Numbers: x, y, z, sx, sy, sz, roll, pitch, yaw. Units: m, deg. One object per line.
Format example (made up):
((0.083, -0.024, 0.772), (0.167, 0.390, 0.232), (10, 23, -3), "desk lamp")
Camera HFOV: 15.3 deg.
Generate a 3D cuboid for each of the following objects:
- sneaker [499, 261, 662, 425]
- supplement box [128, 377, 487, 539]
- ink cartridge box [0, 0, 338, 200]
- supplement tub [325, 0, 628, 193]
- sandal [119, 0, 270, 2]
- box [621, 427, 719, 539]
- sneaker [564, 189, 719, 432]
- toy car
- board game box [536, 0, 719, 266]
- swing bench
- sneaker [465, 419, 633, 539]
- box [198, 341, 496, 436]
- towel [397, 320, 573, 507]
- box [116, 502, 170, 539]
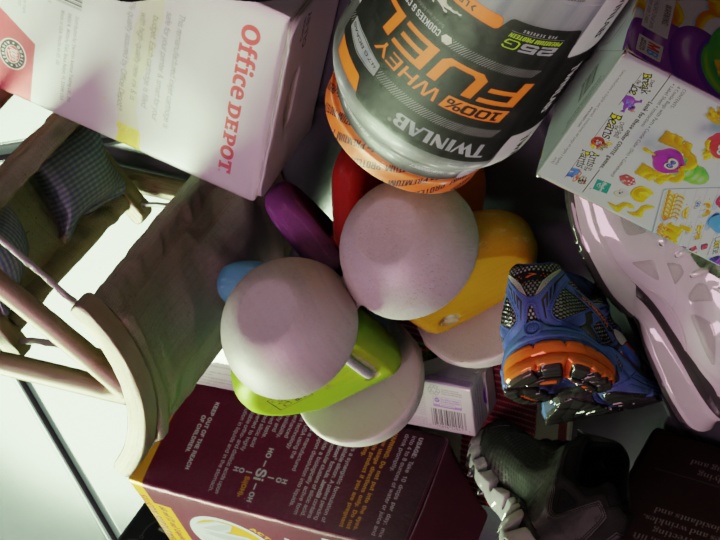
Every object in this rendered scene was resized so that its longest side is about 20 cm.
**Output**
((0.128, 0.041, 1.552), (0.075, 0.079, 0.200), (-9, 166, 12), "sneaker")
((-0.033, 0.147, 1.725), (0.199, 0.086, 0.110), (12, 153, 24), "supplement box")
((-0.120, -0.150, 1.573), (0.199, 0.083, 0.145), (25, 134, 11), "ink cartridge box")
((0.062, -0.136, 1.392), (0.122, 0.123, 0.200), (34, 137, 1), "supplement tub")
((-0.050, -0.174, 1.434), (0.199, 0.045, 0.075), (-13, 158, 18), "sandal")
((0.213, 0.235, 1.617), (0.165, 0.200, 0.165), (18, 134, 18), "box")
((0.202, -0.006, 1.526), (0.115, 0.076, 0.201), (-19, 117, 27), "sneaker")
((0.000, 0.000, 1.579), (0.200, 0.175, 0.150), (-34, 63, 10), "toy car")
((0.210, -0.071, 1.399), (0.200, 0.103, 0.105), (26, 137, -8), "board game box")
((-0.163, -0.016, 1.630), (0.200, 0.199, 0.130), (26, 136, 9), "swing bench")
((0.120, 0.129, 1.598), (0.090, 0.200, 0.067), (-37, 108, 6), "sneaker")
((-0.012, 0.062, 1.691), (0.199, 0.039, 0.042), (9, 127, 23), "box")
((0.043, 0.080, 1.717), (0.199, 0.023, 0.144), (16, 132, 17), "towel")
((-0.073, 0.234, 1.844), (0.200, 0.122, 0.106), (29, 136, 7), "box")
